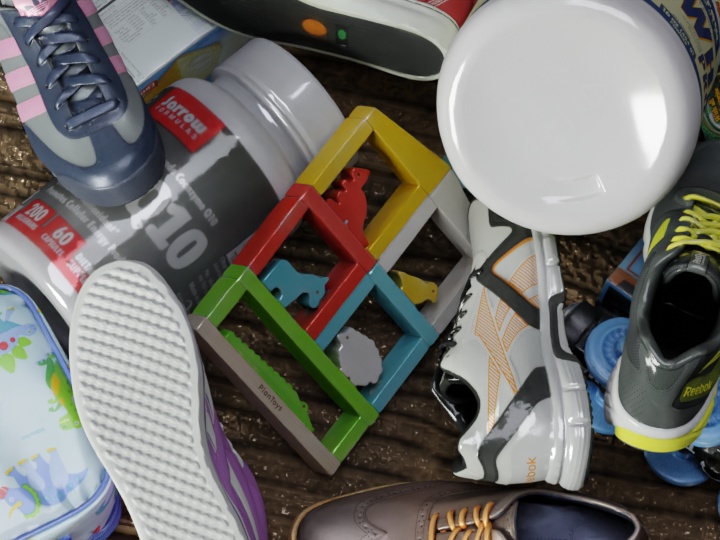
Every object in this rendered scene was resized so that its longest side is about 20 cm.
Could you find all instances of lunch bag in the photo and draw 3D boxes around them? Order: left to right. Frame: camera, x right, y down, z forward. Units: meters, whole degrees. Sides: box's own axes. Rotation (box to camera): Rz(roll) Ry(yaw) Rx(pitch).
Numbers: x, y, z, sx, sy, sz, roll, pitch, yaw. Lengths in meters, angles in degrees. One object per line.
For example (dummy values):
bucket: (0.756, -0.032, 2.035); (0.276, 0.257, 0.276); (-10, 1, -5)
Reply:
lunch bag: (-0.242, 0.115, 1.471); (0.199, 0.083, 0.161); (-27, 70, -11)

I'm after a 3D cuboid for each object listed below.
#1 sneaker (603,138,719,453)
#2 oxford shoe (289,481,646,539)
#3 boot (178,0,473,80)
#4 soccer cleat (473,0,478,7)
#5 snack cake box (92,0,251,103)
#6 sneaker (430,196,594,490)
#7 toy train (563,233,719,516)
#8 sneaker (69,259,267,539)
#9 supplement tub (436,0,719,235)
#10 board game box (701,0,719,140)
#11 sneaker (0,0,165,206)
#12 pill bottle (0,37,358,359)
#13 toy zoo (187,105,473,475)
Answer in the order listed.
sneaker: (0.189, 0.002, 1.439); (0.074, 0.085, 0.201); (15, 58, 4)
oxford shoe: (0.060, 0.143, 1.462); (0.199, 0.073, 0.072); (-1, 68, -1)
boot: (-0.021, -0.205, 1.546); (0.199, 0.072, 0.145); (18, 62, 3)
soccer cleat: (0.044, -0.235, 1.633); (0.073, 0.068, 0.201); (0, 66, -22)
snack cake box: (-0.116, -0.175, 1.598); (0.200, 0.067, 0.115); (-38, 72, -15)
sneaker: (0.076, 0.033, 1.468); (0.080, 0.074, 0.201); (-4, 50, -6)
toy train: (0.207, 0.066, 1.500); (0.200, 0.087, 0.114); (36, 66, 13)
sneaker: (-0.104, 0.091, 1.460); (0.072, 0.114, 0.201); (-15, 91, 9)
supplement tub: (0.128, -0.117, 1.494); (0.144, 0.146, 0.200); (17, 24, 6)
board game box: (0.248, -0.110, 1.573); (0.105, 0.023, 0.201); (-27, 67, 27)
sneaker: (-0.173, -0.122, 1.475); (0.070, 0.082, 0.200); (-29, 56, -7)
pill bottle: (-0.106, -0.038, 1.518); (0.200, 0.114, 0.114); (-41, 74, -15)
toy zoo: (0.000, 0.000, 1.510); (0.131, 0.020, 0.200); (48, 69, -29)
